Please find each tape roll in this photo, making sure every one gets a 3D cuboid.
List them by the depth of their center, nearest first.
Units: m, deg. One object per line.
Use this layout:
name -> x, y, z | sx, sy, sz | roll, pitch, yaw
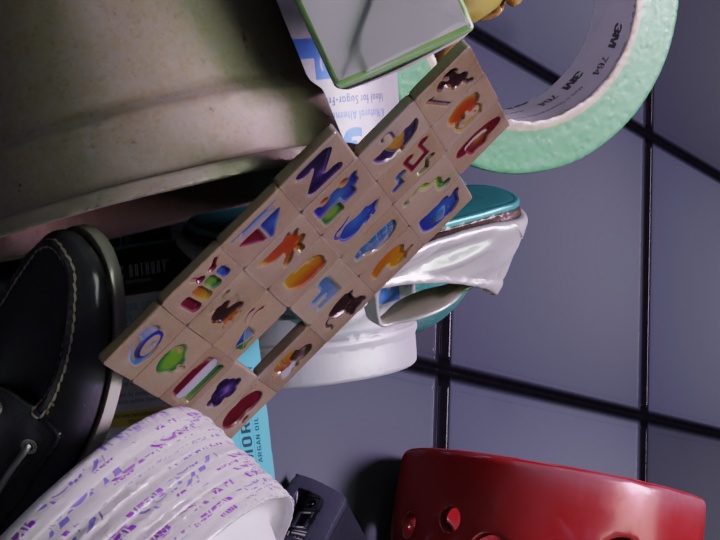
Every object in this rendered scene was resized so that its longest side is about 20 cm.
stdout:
tape roll -> 0.090, -0.158, 1.145 | 0.200, 0.048, 0.201 | -6, 104, -24

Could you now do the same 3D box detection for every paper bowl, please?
paper bowl -> -0.104, 0.166, 0.851 | 0.201, 0.104, 0.201 | -45, 167, -13

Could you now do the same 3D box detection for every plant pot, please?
plant pot -> -0.115, -0.114, 0.892 | 0.200, 0.200, 0.184 | -11, 87, -61
plant pot -> 0.108, 0.217, 1.259 | 0.200, 0.200, 0.183 | 28, 72, -58

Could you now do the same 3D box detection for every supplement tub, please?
supplement tub -> -0.040, -0.044, 1.063 | 0.132, 0.131, 0.201 | -15, 100, -61

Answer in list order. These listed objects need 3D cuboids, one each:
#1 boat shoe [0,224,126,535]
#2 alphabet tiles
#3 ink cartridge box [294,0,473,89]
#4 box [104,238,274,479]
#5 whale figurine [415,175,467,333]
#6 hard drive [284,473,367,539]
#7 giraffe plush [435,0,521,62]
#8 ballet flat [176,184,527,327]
boat shoe -> -0.159, 0.072, 0.837 | 0.063, 0.073, 0.201 | 5, 116, -46
alphabet tiles -> -0.014, -0.012, 0.867 | 0.200, 0.008, 0.167 | -45, 159, -1
ink cartridge box -> -0.003, -0.147, 0.907 | 0.200, 0.067, 0.118 | -72, 137, -85
box -> -0.091, 0.086, 0.989 | 0.049, 0.082, 0.201 | -1, 84, -63
whale figurine -> 0.012, -0.055, 1.186 | 0.159, 0.103, 0.201 | -49, 130, -51
hard drive -> -0.036, 0.233, 1.141 | 0.135, 0.042, 0.200 | 64, 36, -36
giraffe plush -> 0.077, -0.233, 1.282 | 0.200, 0.162, 0.173 | 51, 40, -4
ballet flat -> 0.000, 0.000, 0.980 | 0.199, 0.069, 0.070 | -8, 95, -34
